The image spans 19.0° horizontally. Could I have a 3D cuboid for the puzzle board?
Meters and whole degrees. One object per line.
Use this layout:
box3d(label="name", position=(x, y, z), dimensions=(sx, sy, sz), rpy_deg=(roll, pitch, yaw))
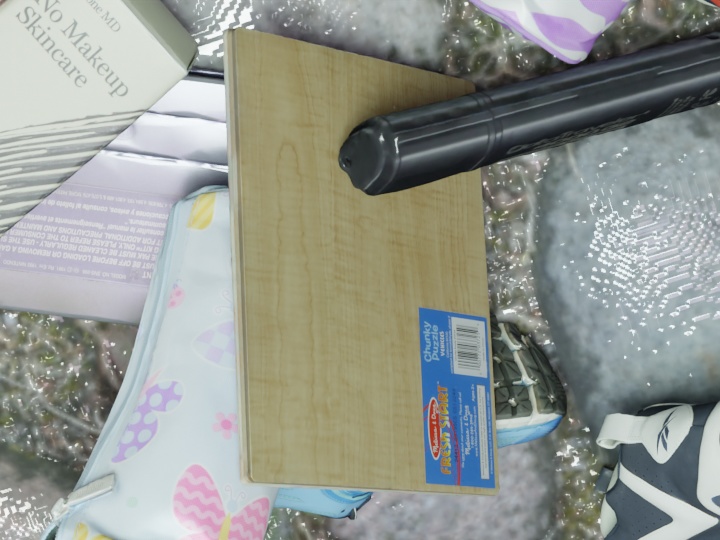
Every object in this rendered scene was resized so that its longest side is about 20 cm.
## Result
box3d(label="puzzle board", position=(0.000, 0.000, 0.967), dimensions=(0.150, 0.017, 0.201), rpy_deg=(8, 74, -42))

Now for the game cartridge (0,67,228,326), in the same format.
box3d(label="game cartridge", position=(-0.132, -0.040, 1.036), dimensions=(0.199, 0.038, 0.130), rpy_deg=(8, 110, -2))

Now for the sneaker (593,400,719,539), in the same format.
box3d(label="sneaker", position=(0.185, 0.124, 1.063), dimensions=(0.199, 0.129, 0.080), rpy_deg=(40, 63, -44))

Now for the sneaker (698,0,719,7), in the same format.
box3d(label="sneaker", position=(0.245, -0.146, 0.974), dimensions=(0.199, 0.085, 0.075), rpy_deg=(-9, 106, 3))

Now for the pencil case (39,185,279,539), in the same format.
box3d(label="pencil case", position=(-0.073, 0.062, 0.953), dimensions=(0.090, 0.083, 0.201), rpy_deg=(25, 62, -10))

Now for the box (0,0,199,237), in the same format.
box3d(label="box", position=(-0.173, -0.061, 0.978), dimensions=(0.200, 0.068, 0.082), rpy_deg=(-41, 102, 11))

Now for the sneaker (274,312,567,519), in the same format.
box3d(label="sneaker", position=(0.002, 0.075, 1.056), dimensions=(0.199, 0.079, 0.090), rpy_deg=(-6, 137, -6))

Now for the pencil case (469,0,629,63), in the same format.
box3d(label="pencil case", position=(0.119, -0.190, 0.963), dimensions=(0.084, 0.086, 0.200), rpy_deg=(33, 103, -16))

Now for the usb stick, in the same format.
box3d(label="usb stick", position=(0.085, -0.073, 0.975), dimensions=(0.199, 0.055, 0.033), rpy_deg=(-16, 79, -23))
